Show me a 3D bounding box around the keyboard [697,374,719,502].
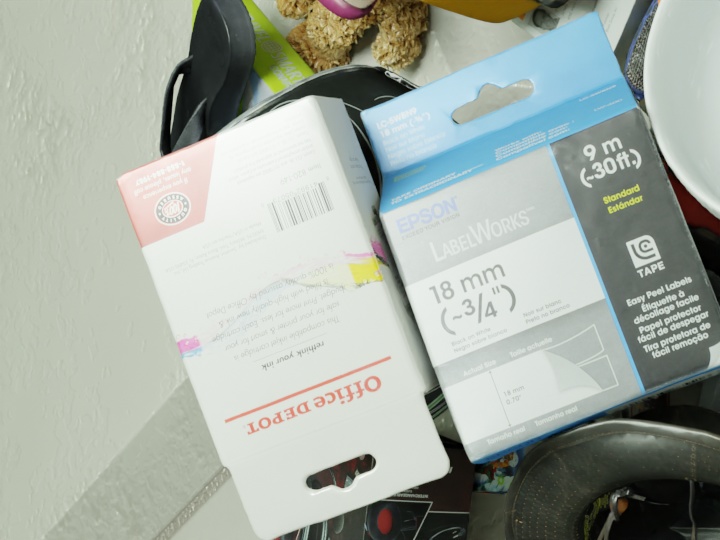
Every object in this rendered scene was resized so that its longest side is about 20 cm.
[{"bbox_3d":[0.217,0.039,0.972,0.056,0.011,0.202,17,98,46],"label":"keyboard"}]

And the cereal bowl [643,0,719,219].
[{"bbox_3d":[0.244,-0.094,0.875,0.199,0.083,0.202,-13,63,26],"label":"cereal bowl"}]

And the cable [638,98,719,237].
[{"bbox_3d":[0.211,-0.019,0.941,0.200,0.050,0.098,49,120,38],"label":"cable"}]

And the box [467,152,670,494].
[{"bbox_3d":[0.122,0.033,1.064,0.136,0.040,0.202,-9,77,51],"label":"box"}]

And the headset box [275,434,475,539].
[{"bbox_3d":[0.000,0.197,1.133,0.148,0.074,0.202,-165,82,-66],"label":"headset box"}]

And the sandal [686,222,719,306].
[{"bbox_3d":[0.183,0.021,0.944,0.200,0.043,0.077,33,131,34],"label":"sandal"}]

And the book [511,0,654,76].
[{"bbox_3d":[0.102,-0.223,1.066,0.200,0.048,0.134,43,132,28],"label":"book"}]

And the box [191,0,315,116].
[{"bbox_3d":[-0.066,-0.102,1.284,0.200,0.047,0.123,52,147,41],"label":"box"}]

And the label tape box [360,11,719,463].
[{"bbox_3d":[0.089,-0.021,0.907,0.143,0.063,0.202,-22,80,10],"label":"label tape box"}]

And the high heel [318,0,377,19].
[{"bbox_3d":[-0.040,-0.199,1.188,0.096,0.067,0.201,-57,29,29],"label":"high heel"}]

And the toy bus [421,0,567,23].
[{"bbox_3d":[0.110,-0.205,0.979,0.200,0.065,0.079,-32,55,46],"label":"toy bus"}]

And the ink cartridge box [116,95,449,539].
[{"bbox_3d":[-0.032,0.024,0.923,0.116,0.067,0.202,-21,89,13],"label":"ink cartridge box"}]

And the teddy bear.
[{"bbox_3d":[-0.002,-0.206,1.239,0.199,0.066,0.147,-3,84,52],"label":"teddy bear"}]

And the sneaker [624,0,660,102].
[{"bbox_3d":[0.196,-0.181,0.978,0.075,0.078,0.201,49,121,44],"label":"sneaker"}]

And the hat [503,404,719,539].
[{"bbox_3d":[0.178,0.124,0.927,0.200,0.200,0.081,-35,18,42],"label":"hat"}]

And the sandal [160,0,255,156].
[{"bbox_3d":[-0.118,-0.116,1.264,0.076,0.043,0.201,60,151,32],"label":"sandal"}]

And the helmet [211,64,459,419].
[{"bbox_3d":[0.000,0.000,1.041,0.200,0.199,0.191,-47,69,36],"label":"helmet"}]
